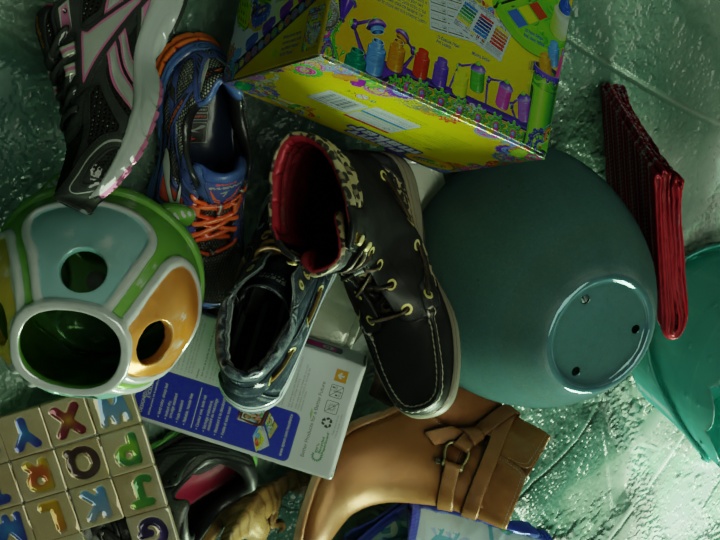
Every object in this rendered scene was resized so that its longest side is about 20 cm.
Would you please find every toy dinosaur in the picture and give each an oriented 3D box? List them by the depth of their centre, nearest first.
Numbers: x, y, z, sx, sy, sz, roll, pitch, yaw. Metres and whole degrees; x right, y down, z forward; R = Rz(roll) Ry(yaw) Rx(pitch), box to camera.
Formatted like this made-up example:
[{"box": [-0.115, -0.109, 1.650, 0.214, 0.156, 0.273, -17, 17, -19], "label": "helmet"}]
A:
[{"box": [-0.095, 0.200, 1.098, 0.060, 0.200, 0.107, 41, 112, 5], "label": "toy dinosaur"}]

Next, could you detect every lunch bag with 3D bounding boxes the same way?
[{"box": [0.058, 0.293, 1.216, 0.169, 0.128, 0.201, 18, 110, -34], "label": "lunch bag"}]

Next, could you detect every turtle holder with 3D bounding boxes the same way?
[{"box": [-0.197, 0.011, 0.929, 0.184, 0.132, 0.141, 31, 115, -13], "label": "turtle holder"}]

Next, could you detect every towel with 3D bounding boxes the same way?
[{"box": [0.228, -0.053, 1.126, 0.022, 0.201, 0.146, -8, 118, 1], "label": "towel"}]

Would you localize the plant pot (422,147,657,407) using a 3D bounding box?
[{"box": [0.145, 0.022, 1.051, 0.198, 0.135, 0.203, -9, 114, -21], "label": "plant pot"}]

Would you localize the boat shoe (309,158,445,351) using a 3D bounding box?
[{"box": [-0.003, -0.002, 1.095, 0.072, 0.060, 0.203, 32, 93, -5], "label": "boat shoe"}]

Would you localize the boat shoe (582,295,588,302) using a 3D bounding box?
[{"box": [0.154, 0.011, 1.181, 0.090, 0.071, 0.201, -36, 120, -6], "label": "boat shoe"}]

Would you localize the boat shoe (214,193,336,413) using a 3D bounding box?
[{"box": [-0.053, -0.001, 0.999, 0.070, 0.091, 0.203, 14, 71, 3], "label": "boat shoe"}]

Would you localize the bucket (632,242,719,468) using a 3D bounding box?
[{"box": [0.357, 0.078, 1.290, 0.205, 0.135, 0.210, -12, 116, -26], "label": "bucket"}]

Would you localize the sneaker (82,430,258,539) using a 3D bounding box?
[{"box": [-0.166, 0.182, 1.063, 0.199, 0.084, 0.077, -32, 122, -15], "label": "sneaker"}]

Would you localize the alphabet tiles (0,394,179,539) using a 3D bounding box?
[{"box": [-0.240, 0.184, 1.018, 0.197, 0.008, 0.169, -16, 105, -3], "label": "alphabet tiles"}]

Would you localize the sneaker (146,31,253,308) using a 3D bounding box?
[{"box": [-0.112, -0.062, 0.993, 0.074, 0.078, 0.203, -14, 117, -23], "label": "sneaker"}]

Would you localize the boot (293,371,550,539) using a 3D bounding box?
[{"box": [0.049, 0.170, 1.122, 0.201, 0.154, 0.077, -54, 169, -27], "label": "boot"}]

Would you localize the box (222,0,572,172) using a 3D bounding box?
[{"box": [0.035, -0.193, 0.958, 0.198, 0.121, 0.195, 19, 77, -34], "label": "box"}]

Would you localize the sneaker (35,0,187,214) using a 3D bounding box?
[{"box": [-0.175, -0.132, 0.904, 0.086, 0.080, 0.202, 22, 58, -22], "label": "sneaker"}]

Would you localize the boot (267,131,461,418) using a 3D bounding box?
[{"box": [0.003, 0.002, 0.966, 0.150, 0.072, 0.203, 16, 63, -64], "label": "boot"}]

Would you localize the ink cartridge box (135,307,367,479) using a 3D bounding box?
[{"box": [-0.101, 0.082, 1.056, 0.197, 0.037, 0.096, 17, 104, -2], "label": "ink cartridge box"}]
